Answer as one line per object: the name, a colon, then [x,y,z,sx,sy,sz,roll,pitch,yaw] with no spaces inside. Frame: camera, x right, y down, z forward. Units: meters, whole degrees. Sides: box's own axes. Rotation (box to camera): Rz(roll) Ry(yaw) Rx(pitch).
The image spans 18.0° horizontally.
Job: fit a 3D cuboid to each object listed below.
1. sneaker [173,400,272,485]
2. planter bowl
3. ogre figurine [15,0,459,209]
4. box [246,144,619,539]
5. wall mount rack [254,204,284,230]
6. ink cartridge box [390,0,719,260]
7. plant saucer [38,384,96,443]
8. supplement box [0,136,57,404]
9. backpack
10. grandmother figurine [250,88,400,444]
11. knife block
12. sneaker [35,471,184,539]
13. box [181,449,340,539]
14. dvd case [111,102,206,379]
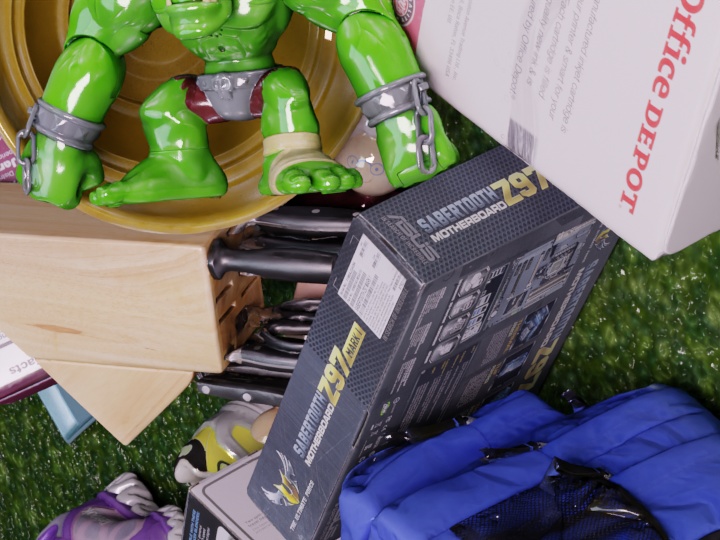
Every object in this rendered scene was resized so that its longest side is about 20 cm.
sneaker: [-0.057,0.176,1.317,0.075,0.076,0.201,-11,101,50]
planter bowl: [-0.094,-0.122,1.105,0.083,0.199,0.202,-152,45,-75]
ogre figurine: [-0.062,-0.092,1.017,0.199,0.098,0.121,-3,93,36]
box: [0.039,0.029,1.058,0.051,0.157,0.201,46,139,22]
wall mount rack: [-0.098,-0.071,1.245,0.201,0.074,0.174,63,173,6]
ink cartridge box: [0.098,-0.122,0.968,0.200,0.082,0.147,40,135,31]
plant saucer: [-0.165,0.051,1.405,0.070,0.019,0.200,60,150,5]
supplement box: [-0.201,-0.034,1.251,0.131,0.103,0.201,140,106,-87]
backpack: [0.095,0.135,1.017,0.168,0.199,0.163,49,145,35]
grandmother figurine: [0.000,0.000,1.154,0.120,0.061,0.201,8,115,-2]
knife block: [-0.091,-0.007,1.117,0.200,0.064,0.176,43,121,-3]
sneaker: [-0.147,0.183,1.376,0.200,0.088,0.081,-165,58,-68]
box: [0.010,0.171,1.205,0.200,0.116,0.060,39,137,28]
dvd case: [-0.134,-0.049,1.250,0.149,0.016,0.201,57,167,36]
